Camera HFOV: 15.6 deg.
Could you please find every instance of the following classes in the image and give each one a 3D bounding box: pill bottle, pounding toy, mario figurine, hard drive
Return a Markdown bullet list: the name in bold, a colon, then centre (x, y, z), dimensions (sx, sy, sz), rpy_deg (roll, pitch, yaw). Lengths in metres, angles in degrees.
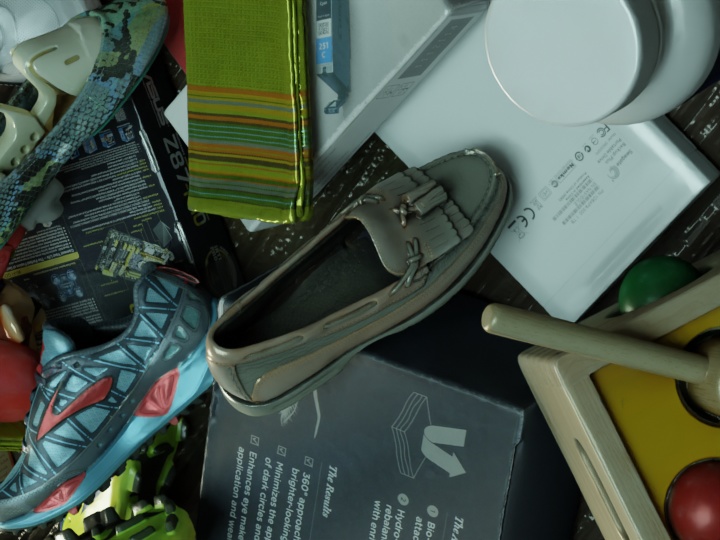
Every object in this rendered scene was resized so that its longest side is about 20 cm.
- **pill bottle**: centre (0.141, -0.136, 1.319), dimensions (0.111, 0.200, 0.111), rpy_deg (11, 112, 27)
- **pounding toy**: centre (0.173, 0.067, 1.359), dimensions (0.184, 0.142, 0.200), rpy_deg (-27, 94, -7)
- **mario figurine**: centre (-0.233, -0.005, 1.616), dimensions (0.123, 0.106, 0.200), rpy_deg (169, 85, -74)
- **hard drive**: centre (0.089, -0.081, 1.474), dimensions (0.200, 0.027, 0.132), rpy_deg (46, 124, 7)

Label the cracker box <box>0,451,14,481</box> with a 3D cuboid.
- **cracker box**: centre (-0.322, 0.063, 1.745), dimensions (0.134, 0.058, 0.200), rpy_deg (-10, 103, 32)

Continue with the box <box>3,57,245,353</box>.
- **box**: centre (-0.184, -0.031, 1.637), dimensions (0.200, 0.049, 0.161), rpy_deg (-16, 98, 33)

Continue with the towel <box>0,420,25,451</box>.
- **towel**: centre (-0.252, 0.086, 1.631), dimensions (0.086, 0.200, 0.018), rpy_deg (35, 99, 22)

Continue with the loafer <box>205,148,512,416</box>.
- **loafer**: centre (0.000, 0.000, 1.434), dimensions (0.200, 0.063, 0.072), rpy_deg (-40, 59, -7)

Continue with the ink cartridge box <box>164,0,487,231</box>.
- **ink cartridge box**: centre (-0.045, -0.151, 1.495), dimensions (0.200, 0.045, 0.176), rpy_deg (-46, 71, 34)

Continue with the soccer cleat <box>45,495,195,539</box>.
- **soccer cleat**: centre (-0.132, 0.183, 1.552), dimensions (0.084, 0.065, 0.200), rpy_deg (65, 158, -3)

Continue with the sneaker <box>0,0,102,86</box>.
- **sneaker**: centre (-0.259, -0.138, 1.600), dimensions (0.200, 0.115, 0.075), rpy_deg (4, 110, 29)

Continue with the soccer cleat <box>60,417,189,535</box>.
- **soccer cleat**: centre (-0.163, 0.136, 1.676), dimensions (0.084, 0.065, 0.200), rpy_deg (24, 118, 23)

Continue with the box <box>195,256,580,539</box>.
- **box**: centre (0.019, 0.116, 1.531), dimensions (0.200, 0.117, 0.197), rpy_deg (20, 117, 24)

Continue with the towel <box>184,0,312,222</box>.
- **towel**: centre (-0.068, -0.128, 1.468), dimensions (0.086, 0.018, 0.200), rpy_deg (5, 102, 37)

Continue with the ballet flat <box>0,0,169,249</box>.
- **ballet flat**: centre (-0.189, -0.092, 1.525), dimensions (0.074, 0.074, 0.200), rpy_deg (34, 85, 15)

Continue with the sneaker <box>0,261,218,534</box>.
- **sneaker**: centre (-0.164, 0.071, 1.572), dimensions (0.200, 0.079, 0.096), rpy_deg (-42, 101, 7)
